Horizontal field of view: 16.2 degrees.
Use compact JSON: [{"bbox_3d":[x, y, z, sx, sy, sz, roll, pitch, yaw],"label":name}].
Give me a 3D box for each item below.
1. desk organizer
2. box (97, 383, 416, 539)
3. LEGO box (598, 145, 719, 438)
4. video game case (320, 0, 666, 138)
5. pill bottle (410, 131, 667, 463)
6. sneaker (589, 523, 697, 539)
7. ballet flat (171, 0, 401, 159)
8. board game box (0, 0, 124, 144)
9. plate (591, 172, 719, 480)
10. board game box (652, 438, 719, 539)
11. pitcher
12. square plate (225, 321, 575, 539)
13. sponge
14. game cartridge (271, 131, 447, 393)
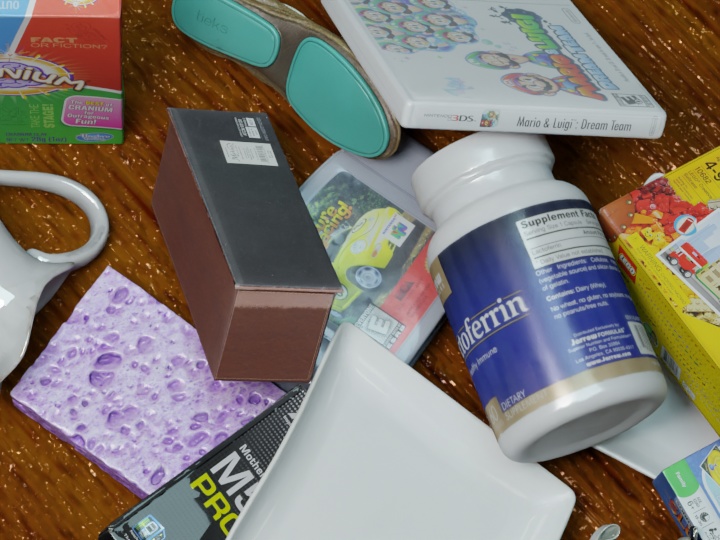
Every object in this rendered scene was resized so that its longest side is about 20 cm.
[{"bbox_3d":[-0.079,-0.018,1.645,0.071,0.077,0.200,2,36,-21],"label":"desk organizer"},{"bbox_3d":[-0.044,0.199,1.599,0.160,0.044,0.200,-35,88,-19],"label":"box"},{"bbox_3d":[0.267,0.019,1.641,0.149,0.077,0.200,-28,61,-15],"label":"LEGO box"},{"bbox_3d":[0.085,-0.143,1.688,0.181,0.024,0.200,2,29,-19],"label":"video game case"},{"bbox_3d":[0.111,0.013,1.634,0.115,0.116,0.201,-18,72,-11],"label":"pill bottle"},{"bbox_3d":[0.208,0.233,1.597,0.199,0.079,0.130,30,77,-4],"label":"sneaker"},{"bbox_3d":[-0.038,-0.147,1.734,0.200,0.068,0.072,32,31,21],"label":"ballet flat"},{"bbox_3d":[-0.230,-0.140,1.648,0.152,0.200,0.040,0,70,-4],"label":"board game box"},{"bbox_3d":[0.239,0.062,1.705,0.199,0.032,0.200,29,70,5],"label":"plate"},{"bbox_3d":[0.297,0.188,1.632,0.135,0.034,0.200,-27,76,-13],"label":"board game box"},{"bbox_3d":[-0.276,-0.034,1.661,0.200,0.121,0.172,36,50,-3],"label":"pitcher"},{"bbox_3d":[0.025,0.162,1.584,0.198,0.028,0.200,37,51,-11],"label":"square plate"},{"bbox_3d":[-0.118,0.099,1.661,0.200,0.030,0.112,35,72,8],"label":"sponge"},{"bbox_3d":[0.000,0.000,1.706,0.133,0.041,0.200,32,70,11],"label":"game cartridge"}]
